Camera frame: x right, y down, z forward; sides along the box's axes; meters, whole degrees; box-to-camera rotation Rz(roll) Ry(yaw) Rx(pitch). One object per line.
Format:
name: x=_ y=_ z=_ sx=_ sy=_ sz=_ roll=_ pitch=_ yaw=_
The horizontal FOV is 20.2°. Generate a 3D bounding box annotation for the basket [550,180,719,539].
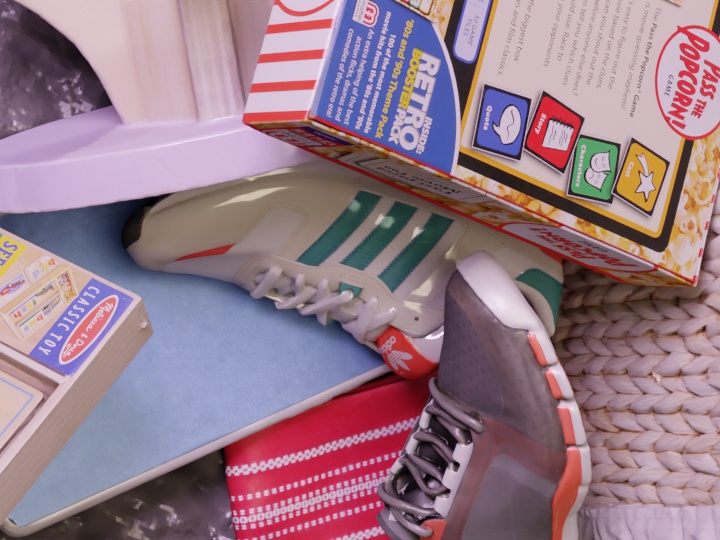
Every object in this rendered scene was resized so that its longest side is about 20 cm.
basket: x=0.199 y=0.042 z=0.900 sx=0.197 sy=0.200 sz=0.162 roll=-3 pitch=88 yaw=-24

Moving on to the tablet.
tablet: x=-0.086 y=0.017 z=0.866 sx=0.199 sy=0.014 sz=0.131 roll=-23 pitch=89 yaw=-22

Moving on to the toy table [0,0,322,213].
toy table: x=-0.066 y=-0.102 z=0.805 sx=0.199 sy=0.184 sz=0.118 roll=-14 pitch=105 yaw=-15

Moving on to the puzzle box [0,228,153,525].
puzzle box: x=-0.187 y=0.063 z=0.757 sx=0.132 sy=0.026 sz=0.200 roll=24 pitch=60 yaw=23

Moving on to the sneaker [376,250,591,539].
sneaker: x=0.047 y=0.087 z=0.844 sx=0.081 sy=0.077 sz=0.201 roll=-17 pitch=125 yaw=-11

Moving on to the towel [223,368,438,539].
towel: x=0.017 y=0.146 z=0.913 sx=0.144 sy=0.022 sz=0.202 roll=-11 pitch=93 yaw=-23

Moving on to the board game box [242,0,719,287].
board game box: x=0.064 y=-0.094 z=0.770 sx=0.199 sy=0.046 sz=0.153 roll=21 pitch=79 yaw=-34

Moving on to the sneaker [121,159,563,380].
sneaker: x=0.000 y=0.000 z=0.856 sx=0.198 sy=0.070 sz=0.094 roll=-5 pitch=79 yaw=-24
